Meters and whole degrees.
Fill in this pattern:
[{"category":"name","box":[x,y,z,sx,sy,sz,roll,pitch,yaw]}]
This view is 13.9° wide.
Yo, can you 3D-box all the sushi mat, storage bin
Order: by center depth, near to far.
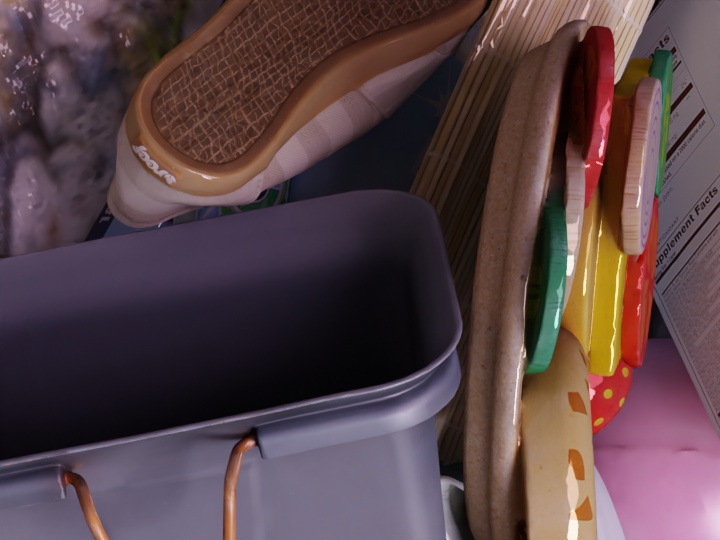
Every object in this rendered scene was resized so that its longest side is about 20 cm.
[{"category":"storage bin","box":[-0.056,0.077,0.976,0.200,0.146,0.135,-12,121,1]},{"category":"sushi mat","box":[0.049,-0.027,1.076,0.096,0.012,0.200,25,87,-56]}]

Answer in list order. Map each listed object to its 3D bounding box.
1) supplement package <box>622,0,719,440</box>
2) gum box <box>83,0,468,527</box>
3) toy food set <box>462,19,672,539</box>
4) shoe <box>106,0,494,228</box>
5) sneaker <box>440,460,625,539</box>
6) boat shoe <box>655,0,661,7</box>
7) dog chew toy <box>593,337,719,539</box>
[{"category":"supplement package","box":[0.222,-0.022,1.131,0.191,0.147,0.200,8,44,-34]},{"category":"gum box","box":[0.000,0.000,1.110,0.200,0.045,0.170,40,69,-32]},{"category":"toy food set","box":[0.071,0.010,1.005,0.200,0.049,0.198,-51,146,-72]},{"category":"shoe","box":[-0.018,-0.077,1.036,0.070,0.053,0.200,43,51,11]},{"category":"sneaker","box":[0.075,0.157,1.072,0.071,0.073,0.200,-4,59,-36]},{"category":"boat shoe","box":[0.114,-0.159,1.179,0.068,0.072,0.200,-12,119,-3]},{"category":"dog chew toy","box":[0.125,0.131,1.158,0.124,0.124,0.200,15,75,-38]}]
